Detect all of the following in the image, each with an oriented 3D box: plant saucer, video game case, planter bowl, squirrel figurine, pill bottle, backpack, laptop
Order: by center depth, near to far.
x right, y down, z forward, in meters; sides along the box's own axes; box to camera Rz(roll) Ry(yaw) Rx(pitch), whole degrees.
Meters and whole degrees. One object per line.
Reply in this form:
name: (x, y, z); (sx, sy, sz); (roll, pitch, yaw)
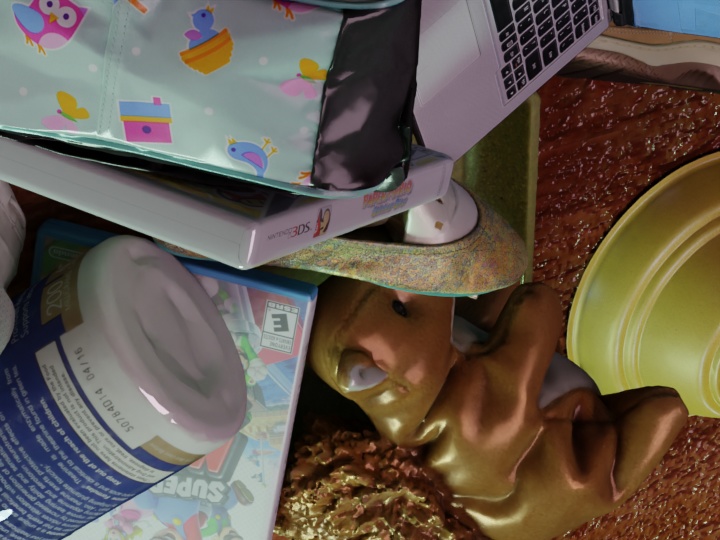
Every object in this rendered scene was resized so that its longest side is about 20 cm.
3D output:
backpack: (-0.075, -0.120, 0.735); (0.199, 0.176, 0.154); (3, 120, 3)
video game case: (-0.085, -0.056, 0.819); (0.182, 0.199, 0.023); (-23, 129, -61)
laptop: (0.125, -0.113, 0.900); (0.200, 0.116, 0.187); (-41, 156, -7)
pill bottle: (-0.162, 0.076, 0.936); (0.199, 0.111, 0.111); (-31, 139, 20)
video game case: (-0.107, 0.084, 0.997); (0.142, 0.018, 0.201); (14, 113, 6)
squirrel figurine: (0.031, 0.082, 1.024); (0.186, 0.142, 0.200); (28, 100, -37)
plant saucer: (0.000, 0.000, 1.068); (0.199, 0.048, 0.201); (-20, 131, -22)
planter bowl: (0.234, 0.030, 1.228); (0.200, 0.083, 0.201); (-18, 129, -24)

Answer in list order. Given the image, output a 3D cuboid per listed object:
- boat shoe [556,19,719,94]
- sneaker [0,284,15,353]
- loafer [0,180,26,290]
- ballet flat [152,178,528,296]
boat shoe: (0.156, -0.141, 1.073); (0.199, 0.072, 0.077); (2, 94, -36)
sneaker: (-0.245, -0.009, 0.848); (0.199, 0.080, 0.071); (19, 102, -25)
loafer: (-0.205, -0.066, 0.874); (0.070, 0.070, 0.201); (-60, 147, -37)
ballet flat: (-0.003, -0.030, 0.934); (0.199, 0.071, 0.071); (7, 118, -18)
